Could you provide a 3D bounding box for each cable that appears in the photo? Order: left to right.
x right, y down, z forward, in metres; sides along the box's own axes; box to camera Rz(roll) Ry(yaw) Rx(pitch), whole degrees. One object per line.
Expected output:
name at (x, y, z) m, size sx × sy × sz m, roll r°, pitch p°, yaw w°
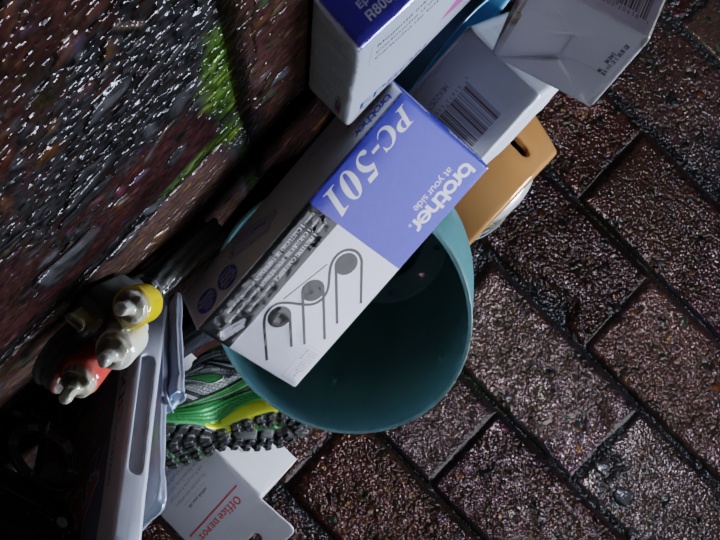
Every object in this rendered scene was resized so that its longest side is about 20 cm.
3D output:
cable at (-0.133, 0.028, 0.763) m, size 0.097 × 0.050 × 0.200 m, roll -50°, pitch 175°, yaw 21°

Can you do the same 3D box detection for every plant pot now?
plant pot at (0.000, 0.000, 0.984) m, size 0.201 × 0.200 × 0.161 m, roll -47°, pitch -173°, yaw 25°
plant pot at (0.083, -0.106, 1.131) m, size 0.200 × 0.140 × 0.200 m, roll -45°, pitch 176°, yaw -4°

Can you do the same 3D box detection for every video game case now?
video game case at (-0.188, 0.144, 0.838) m, size 0.200 × 0.023 × 0.184 m, roll -48°, pitch -148°, yaw 41°

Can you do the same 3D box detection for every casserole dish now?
casserole dish at (0.051, -0.163, 0.918) m, size 0.121 × 0.039 × 0.200 m, roll -43°, pitch 174°, yaw -42°

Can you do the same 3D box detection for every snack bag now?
snack bag at (-0.179, 0.140, 0.889) m, size 0.189 × 0.021 × 0.201 m, roll -49°, pitch -149°, yaw 29°

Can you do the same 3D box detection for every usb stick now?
usb stick at (-0.141, 0.050, 1.081) m, size 0.055 × 0.033 × 0.200 m, roll -43°, pitch 178°, yaw 16°

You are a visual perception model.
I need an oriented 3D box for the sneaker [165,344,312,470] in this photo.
sneaker at (-0.140, 0.113, 1.051) m, size 0.197 × 0.086 × 0.078 m, roll -6°, pitch 145°, yaw -20°

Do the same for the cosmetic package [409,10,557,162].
cosmetic package at (0.097, -0.133, 0.931) m, size 0.102 × 0.074 × 0.200 m, roll -47°, pitch 179°, yaw 23°

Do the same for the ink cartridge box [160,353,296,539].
ink cartridge box at (-0.142, 0.176, 1.131) m, size 0.117 × 0.200 × 0.067 m, roll -47°, pitch 176°, yaw 37°

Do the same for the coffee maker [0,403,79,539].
coffee maker at (-0.260, 0.222, 0.777) m, size 0.200 × 0.135 × 0.192 m, roll -48°, pitch 177°, yaw 37°

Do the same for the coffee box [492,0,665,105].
coffee box at (0.167, -0.225, 0.787) m, size 0.202 × 0.079 × 0.114 m, roll -65°, pitch -178°, yaw -16°

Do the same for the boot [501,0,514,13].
boot at (0.199, -0.295, 1.066) m, size 0.174 × 0.069 × 0.200 m, roll -48°, pitch -175°, yaw -18°

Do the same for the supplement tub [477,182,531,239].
supplement tub at (0.106, -0.108, 1.333) m, size 0.145 × 0.145 × 0.200 m, roll -45°, pitch 176°, yaw -5°

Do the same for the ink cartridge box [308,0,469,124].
ink cartridge box at (0.052, -0.183, 0.682) m, size 0.196 × 0.043 × 0.200 m, roll -46°, pitch 178°, yaw -8°

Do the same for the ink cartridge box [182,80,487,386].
ink cartridge box at (-0.017, -0.025, 0.817) m, size 0.200 × 0.094 × 0.044 m, roll -49°, pitch -142°, yaw 10°
